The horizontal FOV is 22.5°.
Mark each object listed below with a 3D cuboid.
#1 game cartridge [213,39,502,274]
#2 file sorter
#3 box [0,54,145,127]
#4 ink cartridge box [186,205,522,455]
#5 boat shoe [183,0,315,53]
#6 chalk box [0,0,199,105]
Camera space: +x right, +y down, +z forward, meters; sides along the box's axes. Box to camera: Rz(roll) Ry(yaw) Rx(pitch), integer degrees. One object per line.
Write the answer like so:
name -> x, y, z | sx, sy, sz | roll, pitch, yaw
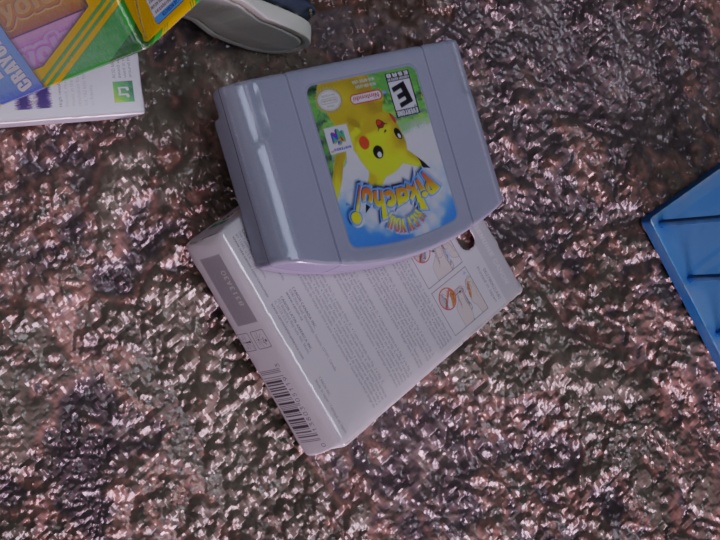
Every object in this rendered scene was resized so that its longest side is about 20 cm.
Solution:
game cartridge -> 0.005, -0.069, 1.158 | 0.200, 0.040, 0.134 | -17, 95, -39
file sorter -> 0.325, 0.011, 1.287 | 0.139, 0.123, 0.200 | -34, 102, -22
box -> -0.234, -0.156, 1.081 | 0.200, 0.036, 0.145 | -6, 91, -26
ink cartridge box -> 0.000, 0.000, 1.189 | 0.200, 0.050, 0.161 | -39, 105, -39
boat shoe -> -0.099, -0.192, 1.099 | 0.200, 0.075, 0.062 | 20, 67, -44
chalk box -> -0.207, -0.156, 0.978 | 0.200, 0.124, 0.124 | -18, 109, 20
